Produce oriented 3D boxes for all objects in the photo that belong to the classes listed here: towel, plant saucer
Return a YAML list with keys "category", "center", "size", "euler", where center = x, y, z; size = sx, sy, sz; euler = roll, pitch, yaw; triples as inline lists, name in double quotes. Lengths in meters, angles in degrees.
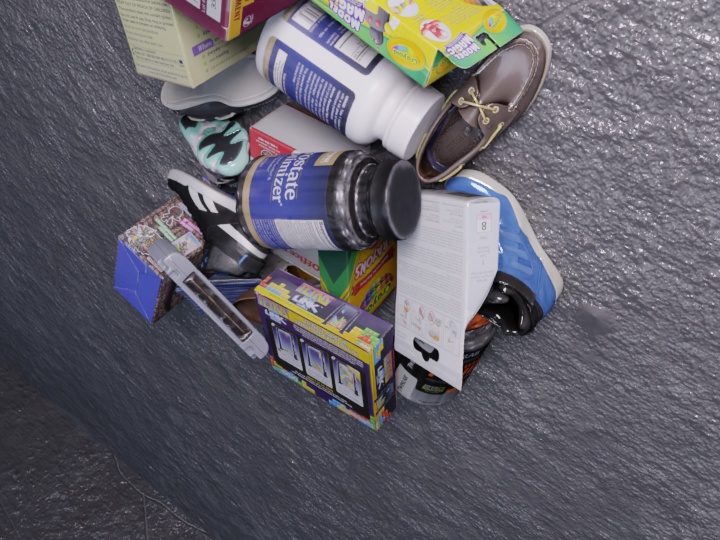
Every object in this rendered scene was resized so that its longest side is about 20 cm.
- category: "towel"
  center: [-0.223, 0.044, 1.126]
  size: [0.142, 0.024, 0.200]
  euler: [-4, 168, -4]
- category: "plant saucer"
  center: [-0.104, 0.061, 1.058]
  size: [0.197, 0.037, 0.201]
  euler: [8, 161, 3]

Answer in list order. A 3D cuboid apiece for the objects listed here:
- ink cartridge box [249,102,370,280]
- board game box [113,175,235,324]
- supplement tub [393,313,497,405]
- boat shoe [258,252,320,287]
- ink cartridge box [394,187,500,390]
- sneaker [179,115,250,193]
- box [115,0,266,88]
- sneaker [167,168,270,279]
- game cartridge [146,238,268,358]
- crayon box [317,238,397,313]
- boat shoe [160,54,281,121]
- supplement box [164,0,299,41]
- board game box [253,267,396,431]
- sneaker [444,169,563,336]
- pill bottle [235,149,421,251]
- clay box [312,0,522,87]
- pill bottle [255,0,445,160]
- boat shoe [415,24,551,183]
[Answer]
- category: "ink cartridge box"
  center: [-0.074, -0.104, 0.923]
  size: [0.143, 0.084, 0.202]
  euler: [29, 139, 19]
- category: "board game box"
  center: [-0.296, -0.036, 1.099]
  size: [0.097, 0.200, 0.160]
  euler: [41, 143, 5]
- category: "supplement tub"
  center: [0.110, 0.084, 0.895]
  size: [0.122, 0.123, 0.201]
  euler: [33, 142, 14]
- category: "boat shoe"
  center: [-0.112, 0.006, 1.074]
  size: [0.198, 0.070, 0.072]
  euler: [-3, 123, 44]
- category: "ink cartridge box"
  center: [0.094, 0.011, 0.762]
  size: [0.162, 0.056, 0.203]
  euler: [-156, 60, -64]
- category: "sneaker"
  center: [-0.188, -0.149, 0.975]
  size: [0.200, 0.077, 0.141]
  euler: [50, 167, 50]
- category: "box"
  center: [-0.179, -0.335, 0.727]
  size: [0.096, 0.176, 0.202]
  euler: [21, 138, 27]
- category: "sneaker"
  center: [-0.213, -0.058, 0.927]
  size: [0.198, 0.113, 0.073]
  euler: [28, -178, 23]
- category: "game cartridge"
  center: [-0.218, 0.038, 0.951]
  size: [0.201, 0.041, 0.133]
  euler: [51, 172, -27]
- category: "crayon box"
  center: [0.000, 0.000, 0.918]
  size: [0.050, 0.127, 0.202]
  euler: [24, 140, 24]
- category: "boat shoe"
  center: [-0.182, -0.243, 0.913]
  size: [0.197, 0.075, 0.060]
  euler: [-4, 165, 27]
- category: "supplement box"
  center: [-0.094, -0.330, 0.632]
  size: [0.103, 0.200, 0.132]
  euler: [34, 142, 11]
- category: "board game box"
  center: [-0.046, 0.107, 0.909]
  size: [0.198, 0.057, 0.167]
  euler: [25, 139, 29]
- category: "sneaker"
  center: [0.150, -0.015, 0.772]
  size: [0.201, 0.111, 0.076]
  euler: [53, 142, -11]
- category: "pill bottle"
  center: [-0.036, -0.079, 0.760]
  size: [0.197, 0.112, 0.113]
  euler: [2, 127, 31]
- category: "clay box"
  center: [0.045, -0.251, 0.631]
  size: [0.200, 0.115, 0.048]
  euler: [42, 145, 14]
- category: "pill bottle"
  center: [-0.009, -0.211, 0.737]
  size: [0.199, 0.111, 0.112]
  euler: [37, 143, 10]
- category: "boat shoe"
  center: [0.122, -0.165, 0.695]
  size: [0.072, 0.060, 0.200]
  euler: [44, 139, 2]
